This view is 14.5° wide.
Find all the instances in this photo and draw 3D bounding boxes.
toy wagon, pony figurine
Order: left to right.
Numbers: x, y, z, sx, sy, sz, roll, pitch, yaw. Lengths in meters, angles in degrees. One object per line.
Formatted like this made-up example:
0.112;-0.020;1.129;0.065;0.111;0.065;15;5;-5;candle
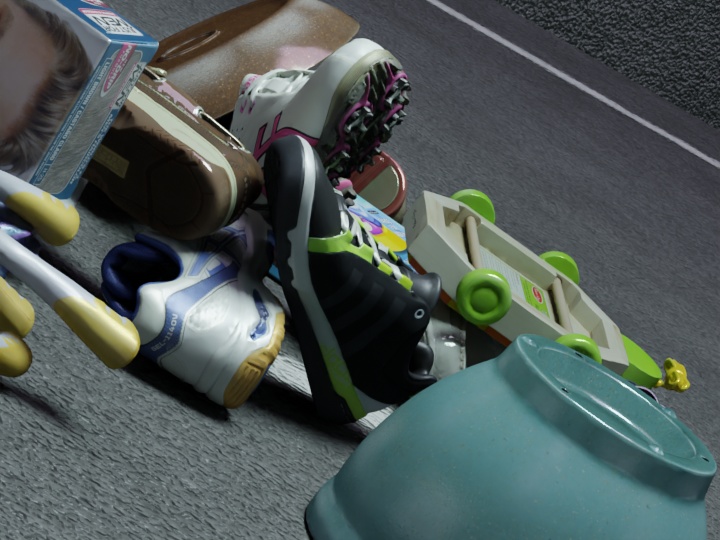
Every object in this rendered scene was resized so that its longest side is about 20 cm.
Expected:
-0.205;-0.045;1.313;0.200;0.167;0.193;42;11;-41;pony figurine
0.113;0.025;1.726;0.200;0.040;0.155;36;16;-13;toy wagon

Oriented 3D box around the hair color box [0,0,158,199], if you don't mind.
-0.215;-0.132;1.475;0.200;0.100;0.061;35;14;16;hair color box

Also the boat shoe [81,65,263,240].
-0.138;-0.087;1.528;0.202;0.075;0.075;40;31;17;boat shoe

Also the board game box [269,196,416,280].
-0.041;-0.033;1.841;0.200;0.047;0.151;35;13;10;board game box

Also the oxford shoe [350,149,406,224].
-0.055;-0.081;1.995;0.200;0.070;0.075;35;-14;17;oxford shoe

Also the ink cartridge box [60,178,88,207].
-0.234;-0.076;1.543;0.174;0.044;0.200;32;12;-7;ink cartridge box

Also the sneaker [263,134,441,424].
0.000;0.000;1.519;0.072;0.083;0.200;-101;178;-45;sneaker

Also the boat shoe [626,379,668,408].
0.152;0.106;1.677;0.075;0.093;0.200;33;13;0;boat shoe

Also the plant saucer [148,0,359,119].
-0.098;-0.123;1.724;0.200;0.200;0.037;-87;153;-76;plant saucer

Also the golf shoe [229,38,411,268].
-0.037;-0.077;1.567;0.073;0.200;0.092;-36;80;-31;golf shoe

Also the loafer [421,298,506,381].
0.070;0.044;1.746;0.070;0.070;0.200;7;11;6;loafer

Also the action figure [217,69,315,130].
-0.040;-0.041;1.717;0.069;0.130;0.200;3;47;-44;action figure

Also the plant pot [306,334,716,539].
0.092;0.117;1.397;0.200;0.134;0.200;31;13;-8;plant pot

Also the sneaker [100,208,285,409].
-0.097;-0.002;1.524;0.088;0.075;0.200;28;13;-19;sneaker
